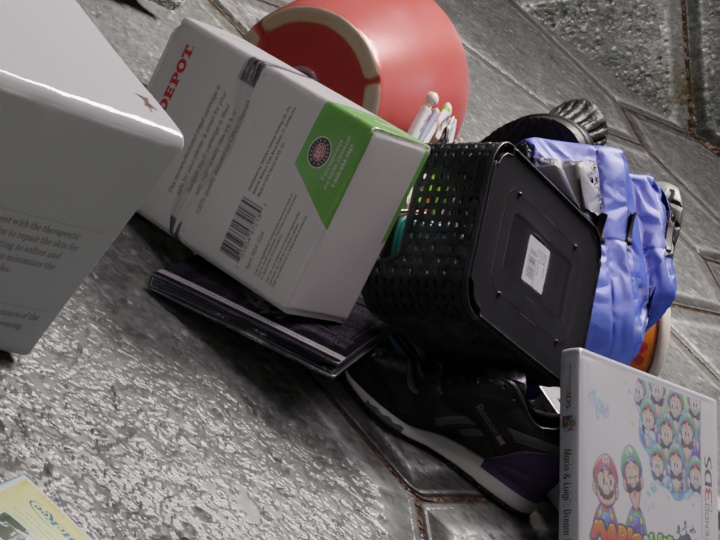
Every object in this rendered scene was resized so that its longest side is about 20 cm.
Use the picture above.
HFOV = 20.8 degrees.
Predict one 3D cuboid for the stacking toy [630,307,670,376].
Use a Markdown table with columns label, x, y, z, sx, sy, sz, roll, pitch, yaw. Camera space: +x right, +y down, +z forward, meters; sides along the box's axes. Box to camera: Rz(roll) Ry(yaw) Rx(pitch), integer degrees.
| label | x | y | z | sx | sy | sz | roll | pitch | yaw |
| --- | --- | --- | --- | --- | --- | --- | --- | --- | --- |
| stacking toy | 0.170 | 0.048 | 1.795 | 0.199 | 0.147 | 0.146 | 7 | 31 | -26 |

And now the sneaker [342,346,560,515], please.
| label | x | y | z | sx | sy | sz | roll | pitch | yaw |
| --- | --- | --- | --- | --- | --- | --- | --- | --- | --- |
| sneaker | 0.078 | 0.094 | 1.481 | 0.200 | 0.088 | 0.076 | 34 | 18 | -16 |

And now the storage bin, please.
| label | x | y | z | sx | sy | sz | roll | pitch | yaw |
| --- | --- | --- | --- | --- | --- | --- | --- | --- | --- |
| storage bin | 0.097 | -0.002 | 1.491 | 0.093 | 0.136 | 0.200 | 3 | -20 | 32 |

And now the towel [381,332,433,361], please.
| label | x | y | z | sx | sy | sz | roll | pitch | yaw |
| --- | --- | --- | --- | --- | --- | --- | --- | --- | --- |
| towel | 0.000 | 0.000 | 1.629 | 0.200 | 0.049 | 0.112 | 42 | 17 | 11 |

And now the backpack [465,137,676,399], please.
| label | x | y | z | sx | sy | sz | roll | pitch | yaw |
| --- | --- | --- | --- | --- | --- | --- | --- | --- | --- |
| backpack | 0.182 | 0.009 | 1.670 | 0.167 | 0.163 | 0.201 | 5 | 65 | -9 |

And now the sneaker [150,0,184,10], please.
| label | x | y | z | sx | sy | sz | roll | pitch | yaw |
| --- | --- | --- | --- | --- | --- | --- | --- | --- | --- |
| sneaker | -0.229 | -0.320 | 1.954 | 0.089 | 0.077 | 0.200 | 40 | 16 | -47 |

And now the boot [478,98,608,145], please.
| label | x | y | z | sx | sy | sz | roll | pitch | yaw |
| --- | --- | --- | --- | --- | --- | --- | --- | --- | --- |
| boot | 0.186 | -0.115 | 1.844 | 0.157 | 0.211 | 0.080 | -20 | 95 | -33 |

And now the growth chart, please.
| label | x | y | z | sx | sy | sz | roll | pitch | yaw |
| --- | --- | --- | --- | --- | --- | --- | --- | --- | --- |
| growth chart | 0.056 | -0.077 | 1.728 | 0.018 | 0.145 | 0.200 | 20 | -14 | 18 |

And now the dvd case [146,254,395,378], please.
| label | x | y | z | sx | sy | sz | roll | pitch | yaw |
| --- | --- | --- | --- | --- | --- | --- | --- | --- | --- |
| dvd case | -0.056 | 0.023 | 1.441 | 0.148 | 0.016 | 0.200 | 25 | 14 | 10 |

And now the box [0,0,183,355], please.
| label | x | y | z | sx | sy | sz | roll | pitch | yaw |
| --- | --- | --- | --- | --- | --- | --- | --- | --- | --- |
| box | -0.252 | -0.088 | 1.105 | 0.199 | 0.172 | 0.200 | 16 | 28 | -53 |

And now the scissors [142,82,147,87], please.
| label | x | y | z | sx | sy | sz | roll | pitch | yaw |
| --- | --- | --- | --- | --- | --- | --- | --- | --- | --- |
| scissors | -0.147 | -0.136 | 1.670 | 0.073 | 0.014 | 0.200 | -34 | 67 | -31 |

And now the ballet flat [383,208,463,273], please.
| label | x | y | z | sx | sy | sz | roll | pitch | yaw |
| --- | --- | --- | --- | --- | --- | --- | --- | --- | --- |
| ballet flat | 0.006 | -0.020 | 1.541 | 0.199 | 0.071 | 0.071 | 8 | 34 | -43 |

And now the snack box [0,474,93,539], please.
| label | x | y | z | sx | sy | sz | roll | pitch | yaw |
| --- | --- | --- | --- | --- | --- | --- | --- | --- | --- |
| snack box | -0.123 | 0.185 | 0.911 | 0.200 | 0.037 | 0.116 | 42 | 17 | 9 |

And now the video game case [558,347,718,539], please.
| label | x | y | z | sx | sy | sz | roll | pitch | yaw |
| --- | --- | --- | --- | --- | --- | --- | --- | --- | --- |
| video game case | 0.216 | 0.169 | 1.506 | 0.199 | 0.024 | 0.183 | 20 | 66 | -46 |

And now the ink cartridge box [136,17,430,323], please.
| label | x | y | z | sx | sy | sz | roll | pitch | yaw |
| --- | --- | --- | --- | --- | --- | --- | --- | --- | --- |
| ink cartridge box | -0.071 | -0.074 | 1.426 | 0.200 | 0.146 | 0.084 | 33 | 12 | 33 |

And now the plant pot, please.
| label | x | y | z | sx | sy | sz | roll | pitch | yaw |
| --- | --- | --- | --- | --- | --- | --- | --- | --- | --- |
| plant pot | -0.020 | -0.163 | 1.739 | 0.200 | 0.201 | 0.177 | 43 | 18 | 11 |

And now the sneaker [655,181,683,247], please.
| label | x | y | z | sx | sy | sz | roll | pitch | yaw |
| --- | --- | --- | --- | --- | --- | --- | --- | --- | --- |
| sneaker | 0.271 | 0.008 | 1.959 | 0.075 | 0.201 | 0.079 | 23 | 1 | 25 |

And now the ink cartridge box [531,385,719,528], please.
| label | x | y | z | sx | sy | sz | roll | pitch | yaw |
| --- | --- | --- | --- | --- | --- | --- | --- | --- | --- |
| ink cartridge box | 0.199 | 0.161 | 1.602 | 0.199 | 0.067 | 0.116 | 25 | 23 | -41 |
